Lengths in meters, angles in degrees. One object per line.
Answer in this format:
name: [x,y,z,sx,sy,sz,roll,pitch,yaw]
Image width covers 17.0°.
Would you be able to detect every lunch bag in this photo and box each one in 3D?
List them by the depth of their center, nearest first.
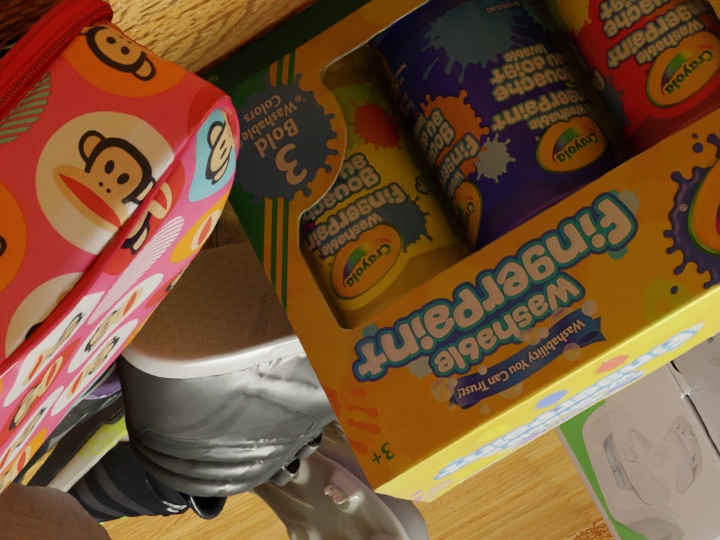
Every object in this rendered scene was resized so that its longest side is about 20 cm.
lunch bag: [-0.124,0.021,0.763,0.176,0.082,0.200,-53,178,-26]

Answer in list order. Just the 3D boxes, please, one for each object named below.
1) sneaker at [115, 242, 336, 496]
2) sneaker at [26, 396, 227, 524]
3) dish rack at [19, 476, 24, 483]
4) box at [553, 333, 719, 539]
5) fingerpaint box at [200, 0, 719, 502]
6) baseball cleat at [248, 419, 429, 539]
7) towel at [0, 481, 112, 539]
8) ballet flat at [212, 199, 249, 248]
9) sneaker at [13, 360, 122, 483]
sneaker: [-0.007,0.035,0.959,0.199,0.071,0.099,-7,144,-19]
sneaker: [-0.109,0.102,1.176,0.072,0.083,0.200,-51,180,-35]
dish rack: [-0.247,0.146,1.197,0.171,0.044,0.200,-21,164,-26]
box: [0.196,0.067,1.451,0.097,0.201,0.176,-37,165,35]
fingerpaint box: [0.060,-0.039,0.852,0.199,0.167,0.073,-30,163,12]
baseball cleat: [-0.021,0.088,1.209,0.106,0.200,0.070,-23,127,-39]
towel: [-0.162,0.101,0.882,0.199,0.132,0.035,17,102,-36]
ballet flat: [0.027,-0.052,0.976,0.199,0.072,0.072,-29,167,-2]
sneaker: [-0.140,0.054,1.014,0.200,0.076,0.087,-37,170,30]
